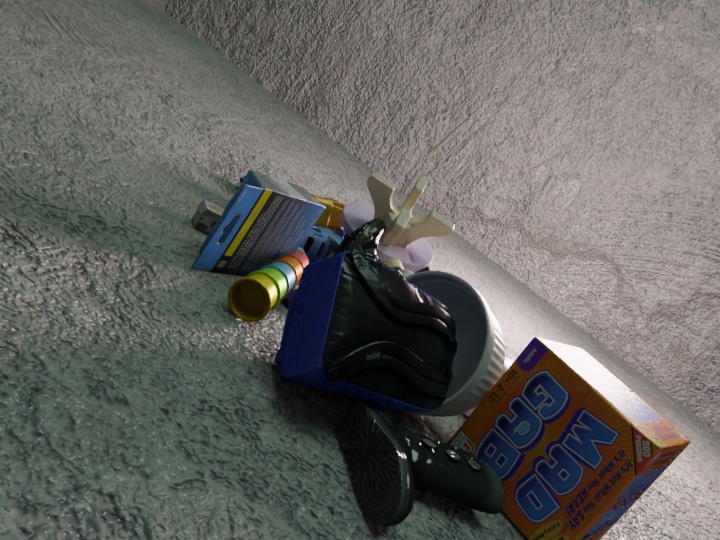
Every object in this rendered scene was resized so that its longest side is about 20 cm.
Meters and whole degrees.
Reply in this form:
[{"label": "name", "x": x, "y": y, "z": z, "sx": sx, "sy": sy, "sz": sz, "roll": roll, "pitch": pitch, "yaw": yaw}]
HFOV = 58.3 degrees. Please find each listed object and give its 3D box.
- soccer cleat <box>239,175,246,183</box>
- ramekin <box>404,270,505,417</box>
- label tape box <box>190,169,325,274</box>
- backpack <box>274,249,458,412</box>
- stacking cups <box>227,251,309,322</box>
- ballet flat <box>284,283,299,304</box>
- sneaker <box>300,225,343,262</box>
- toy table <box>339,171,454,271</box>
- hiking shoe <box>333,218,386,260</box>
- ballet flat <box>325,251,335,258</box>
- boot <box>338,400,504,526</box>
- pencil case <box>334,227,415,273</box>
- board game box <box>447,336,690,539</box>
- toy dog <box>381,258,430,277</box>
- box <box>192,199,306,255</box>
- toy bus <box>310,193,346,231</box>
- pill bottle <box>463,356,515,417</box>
[{"label": "soccer cleat", "x": -0.159, "y": -0.148, "z": 1.345, "sx": 0.200, "sy": 0.073, "sz": 0.068, "roll": 37, "pitch": 14, "yaw": 1}, {"label": "ramekin", "x": 0.107, "y": 0.111, "z": 0.909, "sx": 0.105, "sy": 0.200, "sz": 0.200, "roll": 35, "pitch": 10, "yaw": -50}, {"label": "label tape box", "x": -0.159, "y": -0.068, "z": 0.941, "sx": 0.063, "sy": 0.144, "sz": 0.200, "roll": 43, "pitch": 15, "yaw": 25}, {"label": "backpack", "x": 0.011, "y": 0.083, "z": 0.792, "sx": 0.200, "sy": 0.163, "sz": 0.168, "roll": 24, "pitch": -20, "yaw": -29}, {"label": "stacking cups", "x": -0.123, "y": 0.016, "z": 0.913, "sx": 0.060, "sy": 0.061, "sz": 0.200, "roll": 36, "pitch": 17, "yaw": 1}, {"label": "ballet flat", "x": -0.026, "y": 0.058, "z": 1.006, "sx": 0.199, "sy": 0.046, "sz": 0.068, "roll": 21, "pitch": 41, "yaw": -26}, {"label": "sneaker", "x": -0.112, "y": -0.054, "z": 1.163, "sx": 0.199, "sy": 0.074, "sz": 0.082, "roll": 23, "pitch": 15, "yaw": -15}, {"label": "toy table", "x": 0.071, "y": -0.096, "z": 1.234, "sx": 0.199, "sy": 0.117, "sz": 0.184, "roll": 25, "pitch": 41, "yaw": -11}, {"label": "hiking shoe", "x": 0.000, "y": 0.000, "z": 1.110, "sx": 0.101, "sy": 0.200, "sz": 0.076, "roll": 43, "pitch": -31, "yaw": -15}, {"label": "ballet flat", "x": 0.002, "y": 0.012, "z": 1.202, "sx": 0.200, "sy": 0.073, "sz": 0.068, "roll": 23, "pitch": 2, "yaw": -42}, {"label": "boot", "x": 0.082, "y": 0.237, "z": 0.717, "sx": 0.200, "sy": 0.066, "sz": 0.165, "roll": 34, "pitch": 15, "yaw": -27}, {"label": "pencil case", "x": 0.031, "y": -0.019, "z": 1.288, "sx": 0.199, "sy": 0.087, "sz": 0.078, "roll": 16, "pitch": -24, "yaw": -15}, {"label": "board game box", "x": 0.285, "y": 0.238, "z": 0.886, "sx": 0.200, "sy": 0.200, "sz": 0.200, "roll": 16, "pitch": 24, "yaw": -52}, {"label": "toy dog", "x": 0.104, "y": 0.047, "z": 1.171, "sx": 0.200, "sy": 0.096, "sz": 0.132, "roll": 34, "pitch": 35, "yaw": -66}, {"label": "box", "x": -0.179, "y": -0.053, "z": 1.063, "sx": 0.200, "sy": 0.039, "sz": 0.041, "roll": 27, "pitch": 18, "yaw": -31}, {"label": "toy bus", "x": -0.123, "y": -0.125, "z": 1.263, "sx": 0.199, "sy": 0.065, "sz": 0.078, "roll": 14, "pitch": 7, "yaw": -18}, {"label": "pill bottle", "x": 0.251, "y": 0.207, "z": 1.092, "sx": 0.200, "sy": 0.111, "sz": 0.111, "roll": 21, "pitch": 20, "yaw": -45}]
